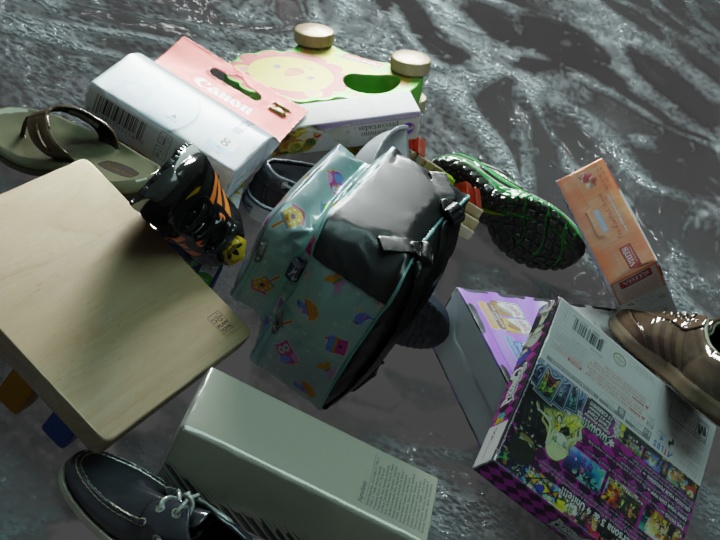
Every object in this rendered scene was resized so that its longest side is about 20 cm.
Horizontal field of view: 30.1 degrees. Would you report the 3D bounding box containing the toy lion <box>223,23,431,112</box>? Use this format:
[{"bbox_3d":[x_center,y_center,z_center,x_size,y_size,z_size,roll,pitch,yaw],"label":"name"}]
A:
[{"bbox_3d":[-0.044,-0.207,1.493,0.200,0.069,0.192,18,32,18],"label":"toy lion"}]

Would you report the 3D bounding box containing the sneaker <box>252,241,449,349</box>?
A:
[{"bbox_3d":[0.000,0.000,1.263,0.200,0.070,0.082,30,33,-4],"label":"sneaker"}]

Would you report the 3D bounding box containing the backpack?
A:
[{"bbox_3d":[-0.019,0.008,1.121,0.153,0.200,0.176,26,38,7],"label":"backpack"}]

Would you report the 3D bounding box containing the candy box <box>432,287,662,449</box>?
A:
[{"bbox_3d":[0.187,0.106,1.264,0.200,0.072,0.168,8,37,-30],"label":"candy box"}]

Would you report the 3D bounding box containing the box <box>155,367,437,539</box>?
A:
[{"bbox_3d":[-0.046,0.159,1.005,0.200,0.068,0.082,27,31,-4],"label":"box"}]

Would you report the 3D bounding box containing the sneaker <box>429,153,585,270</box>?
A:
[{"bbox_3d":[0.167,-0.075,1.496,0.200,0.078,0.085,34,31,7],"label":"sneaker"}]

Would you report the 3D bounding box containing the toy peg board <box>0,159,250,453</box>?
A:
[{"bbox_3d":[-0.224,0.041,1.020,0.199,0.098,0.200,46,33,4],"label":"toy peg board"}]

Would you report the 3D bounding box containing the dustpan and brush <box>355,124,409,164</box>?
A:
[{"bbox_3d":[0.014,-0.069,1.298,0.057,0.140,0.200,0,7,38],"label":"dustpan and brush"}]

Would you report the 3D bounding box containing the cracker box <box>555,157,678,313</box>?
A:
[{"bbox_3d":[0.274,-0.010,1.392,0.200,0.058,0.134,48,18,-57],"label":"cracker box"}]

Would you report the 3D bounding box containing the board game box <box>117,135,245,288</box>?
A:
[{"bbox_3d":[-0.181,-0.072,1.251,0.135,0.034,0.200,23,33,-12],"label":"board game box"}]

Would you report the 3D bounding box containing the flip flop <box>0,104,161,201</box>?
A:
[{"bbox_3d":[-0.255,-0.114,1.184,0.200,0.058,0.081,24,42,33],"label":"flip flop"}]

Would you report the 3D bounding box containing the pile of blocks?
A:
[{"bbox_3d":[0.055,-0.111,1.438,0.200,0.062,0.082,35,8,17],"label":"pile of blocks"}]

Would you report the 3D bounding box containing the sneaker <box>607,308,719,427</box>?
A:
[{"bbox_3d":[0.301,0.072,1.220,0.070,0.076,0.200,37,7,-29],"label":"sneaker"}]

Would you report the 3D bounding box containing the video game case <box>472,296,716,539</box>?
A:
[{"bbox_3d":[0.207,0.151,1.147,0.200,0.036,0.181,38,53,-14],"label":"video game case"}]

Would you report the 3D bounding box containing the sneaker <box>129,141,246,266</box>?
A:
[{"bbox_3d":[-0.126,-0.044,1.091,0.090,0.070,0.200,43,-4,0],"label":"sneaker"}]

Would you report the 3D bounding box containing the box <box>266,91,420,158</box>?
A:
[{"bbox_3d":[-0.037,-0.152,1.409,0.200,0.039,0.041,-9,46,-15],"label":"box"}]

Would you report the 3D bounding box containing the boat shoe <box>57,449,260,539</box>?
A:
[{"bbox_3d":[-0.116,0.174,0.932,0.200,0.063,0.073,32,32,4],"label":"boat shoe"}]

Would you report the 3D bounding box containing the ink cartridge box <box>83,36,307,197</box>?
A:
[{"bbox_3d":[-0.151,-0.166,1.308,0.160,0.047,0.200,31,40,4],"label":"ink cartridge box"}]

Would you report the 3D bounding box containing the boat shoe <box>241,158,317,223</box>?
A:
[{"bbox_3d":[-0.022,-0.077,1.354,0.200,0.068,0.072,8,38,-33],"label":"boat shoe"}]
